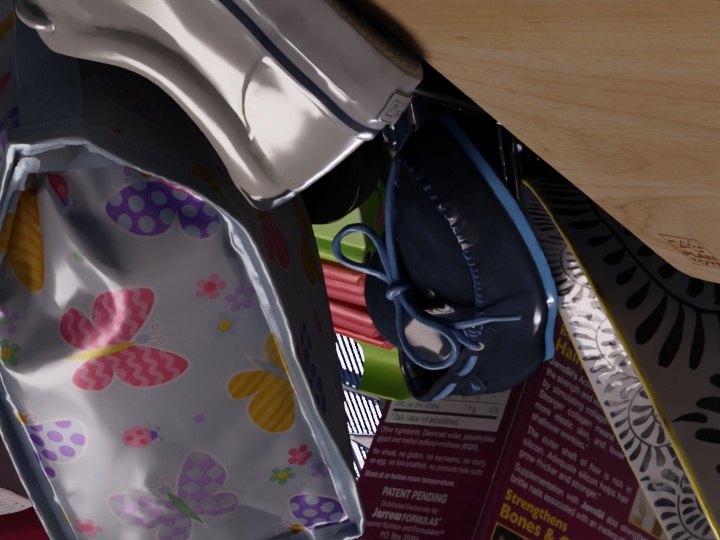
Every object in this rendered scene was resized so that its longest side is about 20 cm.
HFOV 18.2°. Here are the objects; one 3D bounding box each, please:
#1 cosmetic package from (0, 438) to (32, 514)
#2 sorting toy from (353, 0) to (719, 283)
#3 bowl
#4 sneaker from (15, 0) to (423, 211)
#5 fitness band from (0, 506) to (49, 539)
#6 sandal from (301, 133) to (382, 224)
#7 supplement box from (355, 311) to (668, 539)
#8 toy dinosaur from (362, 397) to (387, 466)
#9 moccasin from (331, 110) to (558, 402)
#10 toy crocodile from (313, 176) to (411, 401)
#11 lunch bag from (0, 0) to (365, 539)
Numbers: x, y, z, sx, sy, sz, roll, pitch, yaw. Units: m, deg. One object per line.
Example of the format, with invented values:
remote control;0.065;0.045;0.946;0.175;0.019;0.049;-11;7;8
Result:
cosmetic package;-0.184;0.037;1.142;0.167;0.167;0.200;25;164;-17
sorting toy;0.104;-0.065;0.575;0.199;0.070;0.200;36;167;-32
bowl;0.141;0.039;0.809;0.094;0.201;0.201;-25;158;0
sneaker;-0.075;-0.098;0.631;0.200;0.071;0.073;45;-168;-2
fitness band;-0.152;0.034;1.027;0.143;0.201;0.037;30;168;-19
sandal;-0.087;-0.053;0.893;0.199;0.043;0.076;1;112;32
supplement box;0.069;0.130;1.064;0.131;0.201;0.103;32;161;-34
toy dinosaur;0.039;0.136;1.223;0.102;0.136;0.200;11;-149;-20
moccasin;0.036;0.011;0.879;0.081;0.068;0.200;59;175;29
toy crocodile;0.000;0.000;0.978;0.067;0.062;0.200;17;163;14
lunch bag;-0.084;-0.016;0.753;0.127;0.170;0.201;-16;131;1
